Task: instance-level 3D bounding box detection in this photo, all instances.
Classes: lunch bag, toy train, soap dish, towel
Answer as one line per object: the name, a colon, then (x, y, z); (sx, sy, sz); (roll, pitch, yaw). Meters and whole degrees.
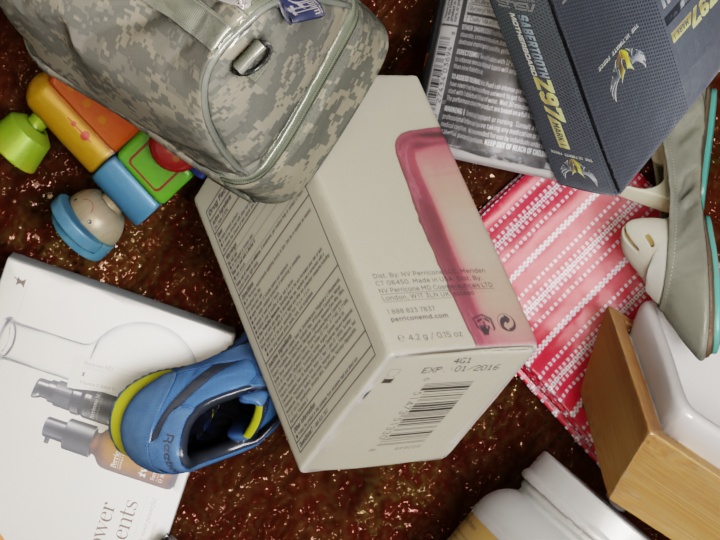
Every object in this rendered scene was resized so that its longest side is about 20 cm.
lunch bag: (-0.101, -0.143, 1.521); (0.200, 0.168, 0.140); (34, 92, 25)
toy train: (-0.185, -0.110, 1.684); (0.116, 0.085, 0.200); (-42, 96, 13)
soap dish: (0.225, 0.120, 1.670); (0.199, 0.158, 0.081); (33, 110, -20)
towel: (0.157, 0.023, 1.740); (0.145, 0.022, 0.200); (-43, 95, -1)

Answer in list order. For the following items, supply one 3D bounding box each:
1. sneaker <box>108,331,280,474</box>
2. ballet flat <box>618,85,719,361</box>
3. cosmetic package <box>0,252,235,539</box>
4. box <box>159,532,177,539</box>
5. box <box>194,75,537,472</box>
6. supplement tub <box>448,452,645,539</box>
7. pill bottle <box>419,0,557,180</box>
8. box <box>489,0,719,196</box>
sneaker: (-0.055, 0.070, 1.666); (0.199, 0.078, 0.066); (-28, 120, -33)
ballet flat: (0.187, -0.033, 1.684); (0.063, 0.068, 0.201); (3, 58, 1)
cosmetic package: (-0.179, 0.107, 1.709); (0.150, 0.052, 0.201); (18, 93, -3)
box: (-0.136, 0.284, 1.695); (0.200, 0.050, 0.158); (-43, 120, 0)
box: (0.000, 0.000, 1.620); (0.108, 0.128, 0.201); (-3, 57, -33)
supplement tub: (0.095, 0.226, 1.680); (0.144, 0.145, 0.200); (39, 91, -5)
pill bottle: (0.099, -0.162, 1.681); (0.106, 0.106, 0.201); (12, 92, -5)
box: (0.165, -0.168, 1.634); (0.200, 0.051, 0.158); (-48, 134, -29)
